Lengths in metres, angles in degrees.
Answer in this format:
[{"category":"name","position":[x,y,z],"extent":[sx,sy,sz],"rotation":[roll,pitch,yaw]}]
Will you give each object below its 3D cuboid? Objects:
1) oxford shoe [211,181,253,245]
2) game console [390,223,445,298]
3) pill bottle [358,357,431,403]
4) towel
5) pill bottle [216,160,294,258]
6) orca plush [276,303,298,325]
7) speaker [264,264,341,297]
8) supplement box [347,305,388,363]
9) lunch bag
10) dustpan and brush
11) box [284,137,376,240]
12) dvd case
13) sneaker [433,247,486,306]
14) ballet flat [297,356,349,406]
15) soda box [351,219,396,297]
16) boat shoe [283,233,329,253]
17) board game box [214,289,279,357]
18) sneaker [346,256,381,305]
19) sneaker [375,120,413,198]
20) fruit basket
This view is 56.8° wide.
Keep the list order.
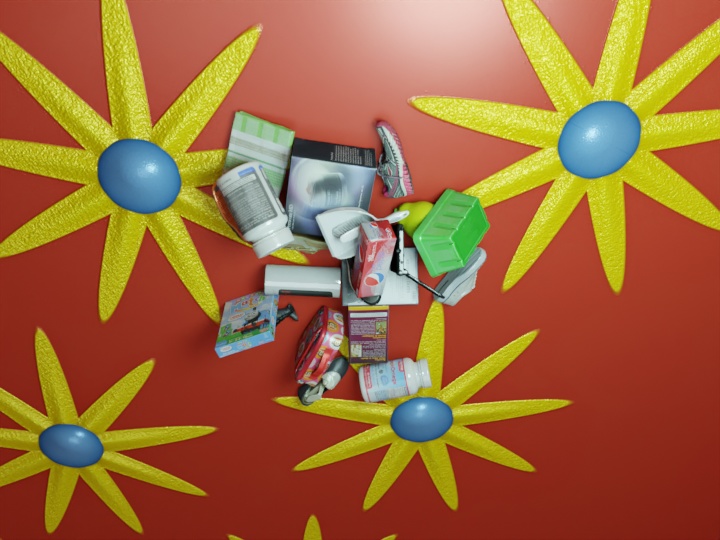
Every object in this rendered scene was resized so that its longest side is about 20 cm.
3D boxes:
[{"category":"oxford shoe","position":[-0.314,-0.140,1.621],"extent":[0.071,0.073,0.200],"rotation":[-47,134,-23]},{"category":"game console","position":[0.136,-0.025,1.621],"extent":[0.116,0.200,0.177],"rotation":[-1,93,-2]},{"category":"pill bottle","position":[0.101,0.313,1.922],"extent":[0.199,0.109,0.109],"rotation":[-12,123,5]},{"category":"towel","position":[-0.243,-0.261,1.571],"extent":[0.149,0.031,0.201],"rotation":[20,119,0]},{"category":"pill bottle","position":[-0.237,-0.137,1.523],"extent":[0.114,0.114,0.201],"rotation":[-26,92,14]},{"category":"orca plush","position":[-0.265,0.168,1.823],"extent":[0.199,0.071,0.105],"rotation":[-15,144,-10]},{"category":"speaker","position":[-0.152,0.027,1.744],"extent":[0.199,0.081,0.081],"rotation":[3,123,-5]},{"category":"supplement box","position":[0.020,0.155,1.829],"extent":[0.110,0.086,0.201],"rotation":[-1,123,-2]},{"category":"lunch bag","position":[-0.112,0.215,1.810],"extent":[0.082,0.176,0.200],"rotation":[22,119,-16]},{"category":"dustpan and brush","position":[0.014,-0.104,1.533],"extent":[0.199,0.057,0.140],"rotation":[-25,130,-3]},{"category":"box","position":[-0.076,-0.190,1.581],"extent":[0.198,0.123,0.201],"rotation":[7,122,-5]},{"category":"dvd case","position":[0.050,0.016,1.733],"extent":[0.199,0.025,0.151],"rotation":[-1,90,-2]},{"category":"sneaker","position":[0.276,0.017,1.767],"extent":[0.071,0.073,0.200],"rotation":[21,129,-25]},{"category":"ballet flat","position":[-0.107,0.334,1.952],"extent":[0.200,0.073,0.073],"rotation":[-39,116,21]},{"category":"soda box","position":[0.028,-0.025,1.551],"extent":[0.070,0.064,0.200],"rotation":[-7,141,-16]},{"category":"boat shoe","position":[-0.129,-0.079,1.669],"extent":[0.199,0.074,0.067],"rotation":[10,136,19]},{"category":"board game box","position":[-0.292,0.130,1.733],"extent":[0.151,0.200,0.037],"rotation":[-19,121,10]},{"category":"sneaker","position":[0.000,0.000,1.668],"extent":[0.075,0.088,0.201],"rotation":[-21,100,1]},{"category":"sneaker","position":[0.070,-0.255,1.568],"extent":[0.074,0.081,0.200],"rotation":[-14,123,9]},{"category":"fruit basket","position":[0.184,-0.101,1.632],"extent":[0.215,0.216,0.156],"rotation":[-23,121,12]}]
